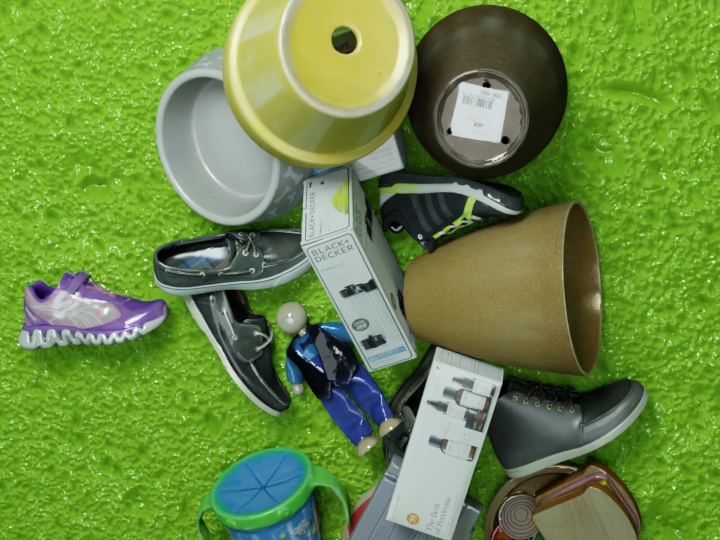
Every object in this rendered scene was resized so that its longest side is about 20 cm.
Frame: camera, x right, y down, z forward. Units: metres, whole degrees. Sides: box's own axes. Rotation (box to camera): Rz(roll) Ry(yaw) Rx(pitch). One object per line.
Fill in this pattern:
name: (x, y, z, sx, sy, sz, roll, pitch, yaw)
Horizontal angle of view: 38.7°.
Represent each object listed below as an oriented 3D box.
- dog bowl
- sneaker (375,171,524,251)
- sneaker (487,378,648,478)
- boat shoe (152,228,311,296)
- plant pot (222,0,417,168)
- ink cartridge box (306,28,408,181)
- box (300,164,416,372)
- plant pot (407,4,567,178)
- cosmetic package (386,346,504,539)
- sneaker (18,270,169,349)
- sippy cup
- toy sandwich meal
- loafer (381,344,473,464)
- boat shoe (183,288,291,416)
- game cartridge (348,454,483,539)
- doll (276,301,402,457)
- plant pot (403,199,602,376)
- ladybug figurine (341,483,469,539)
dog bowl: (-0.147, -0.143, 1.148, 0.197, 0.058, 0.204, 15, 119, 28)
sneaker: (0.097, -0.061, 1.136, 0.198, 0.071, 0.085, 11, 97, 45)
sneaker: (0.233, 0.160, 1.210, 0.198, 0.075, 0.107, -31, 102, 17)
boat shoe: (-0.145, -0.016, 1.193, 0.196, 0.057, 0.070, -12, 61, -6)
plant pot: (-0.029, -0.205, 0.991, 0.196, 0.189, 0.205, 0, 92, -12)
ink cartridge box: (-0.029, -0.201, 1.146, 0.114, 0.068, 0.204, -15, 103, 12)
box: (0.000, 0.000, 1.139, 0.059, 0.118, 0.202, -17, 128, 13)
plant pot: (0.127, -0.173, 1.062, 0.183, 0.200, 0.191, 2, 107, 8)
cosmetic package: (0.094, 0.197, 1.152, 0.081, 0.051, 0.204, 17, 107, 7)
sneaker: (-0.334, 0.044, 1.263, 0.196, 0.080, 0.090, -4, 98, 11)
sippy cup: (-0.107, 0.316, 1.286, 0.175, 0.139, 0.132, 6, 122, 39)
toy sandwich meal: (0.250, 0.330, 1.261, 0.201, 0.070, 0.209, 2, 107, 8)
loafer: (0.076, 0.162, 1.241, 0.071, 0.063, 0.203, 26, 108, 0)
boat shoe: (-0.138, 0.085, 1.245, 0.067, 0.072, 0.202, -30, 95, 13)
game cartridge: (0.051, 0.336, 1.236, 0.128, 0.038, 0.202, 26, 106, -2)
doll: (-0.031, 0.119, 1.240, 0.136, 0.048, 0.201, -42, 82, 23)
plant pot: (0.154, 0.027, 1.142, 0.196, 0.186, 0.190, -5, 106, 24)
ladybug figurine: (0.057, 0.331, 1.289, 0.200, 0.072, 0.136, -42, 96, 17)
